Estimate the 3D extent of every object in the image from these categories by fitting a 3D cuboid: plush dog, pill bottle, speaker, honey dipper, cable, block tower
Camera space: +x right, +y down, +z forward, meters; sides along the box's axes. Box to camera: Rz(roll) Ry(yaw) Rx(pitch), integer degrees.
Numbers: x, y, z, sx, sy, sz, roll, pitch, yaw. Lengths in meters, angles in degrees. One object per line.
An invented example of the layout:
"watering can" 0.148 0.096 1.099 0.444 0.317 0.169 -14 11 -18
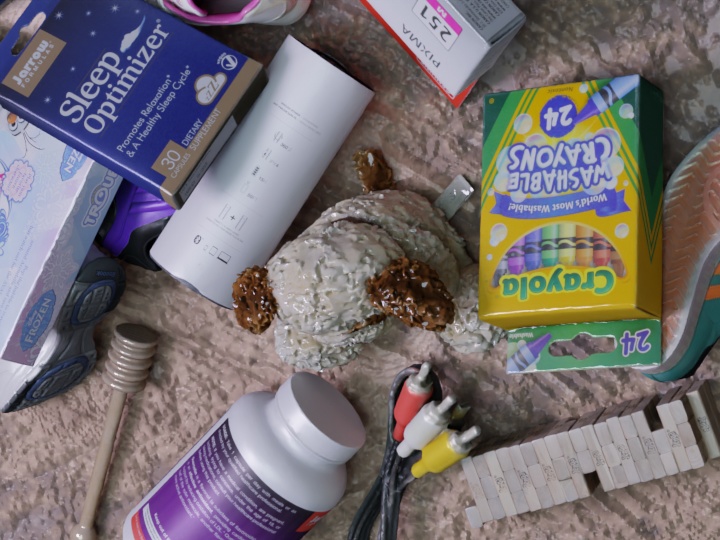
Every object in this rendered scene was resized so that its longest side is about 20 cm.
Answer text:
"plush dog" 0.000 0.000 1.588 0.199 0.172 0.162 -7 99 21
"pill bottle" -0.088 0.173 1.690 0.113 0.112 0.200 46 112 5
"speaker" -0.073 -0.075 1.624 0.081 0.081 0.201 34 96 10
"honey dipper" -0.208 0.140 1.768 0.038 0.038 0.201 23 110 14
"cable" 0.023 0.151 1.668 0.097 0.050 0.200 55 126 29
"block tower" 0.170 0.137 1.623 0.199 0.054 0.058 -19 94 22

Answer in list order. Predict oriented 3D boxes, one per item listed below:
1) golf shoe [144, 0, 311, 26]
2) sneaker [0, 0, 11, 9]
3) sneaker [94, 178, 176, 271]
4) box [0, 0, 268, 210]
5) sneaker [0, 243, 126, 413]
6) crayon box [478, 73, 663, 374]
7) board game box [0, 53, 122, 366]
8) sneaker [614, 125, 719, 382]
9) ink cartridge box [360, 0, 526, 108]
"golf shoe" -0.139 -0.223 1.636 0.199 0.091 0.076 5 105 20
"sneaker" -0.269 -0.261 1.662 0.199 0.111 0.077 -35 89 22
"sneaker" -0.138 -0.082 1.680 0.099 0.070 0.201 38 119 7
"box" -0.183 -0.143 1.597 0.199 0.032 0.122 29 76 18
"sneaker" -0.252 0.037 1.738 0.087 0.074 0.200 50 130 23
"crayon box" 0.150 -0.032 1.544 0.125 0.051 0.202 -5 76 30
"board game box" -0.283 -0.059 1.684 0.199 0.043 0.201 32 98 38
"sneaker" 0.251 -0.013 1.560 0.071 0.080 0.201 28 92 34
"ink cartridge box" 0.016 -0.209 1.549 0.043 0.174 0.200 -40 85 -23
